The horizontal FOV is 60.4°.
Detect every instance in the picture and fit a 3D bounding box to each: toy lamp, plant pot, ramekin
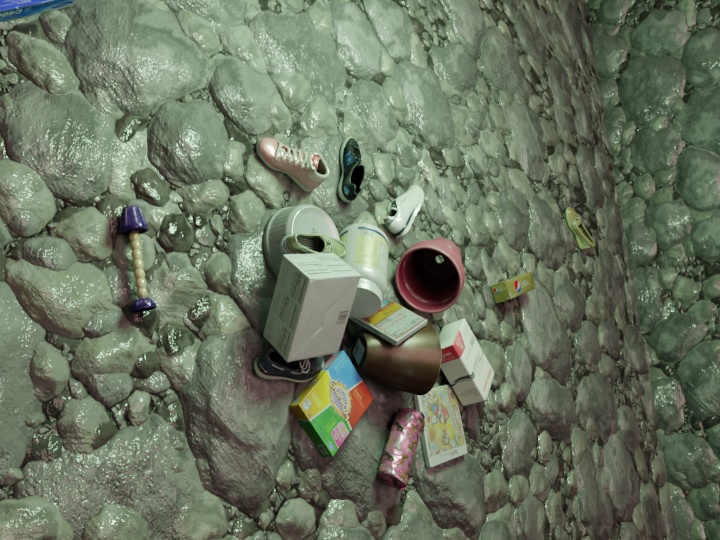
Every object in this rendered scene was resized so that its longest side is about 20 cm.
[{"bbox_3d":[-0.439,-0.024,1.221,0.057,0.057,0.208,-4,82,-45],"label":"toy lamp"},{"bbox_3d":[0.078,0.219,1.600,0.194,0.186,0.194,9,69,-26],"label":"plant pot"},{"bbox_3d":[0.217,-0.005,1.799,0.204,0.196,0.179,61,29,-9],"label":"plant pot"},{"bbox_3d":[-0.135,-0.066,1.517,0.199,0.093,0.210,18,64,-40],"label":"ramekin"}]

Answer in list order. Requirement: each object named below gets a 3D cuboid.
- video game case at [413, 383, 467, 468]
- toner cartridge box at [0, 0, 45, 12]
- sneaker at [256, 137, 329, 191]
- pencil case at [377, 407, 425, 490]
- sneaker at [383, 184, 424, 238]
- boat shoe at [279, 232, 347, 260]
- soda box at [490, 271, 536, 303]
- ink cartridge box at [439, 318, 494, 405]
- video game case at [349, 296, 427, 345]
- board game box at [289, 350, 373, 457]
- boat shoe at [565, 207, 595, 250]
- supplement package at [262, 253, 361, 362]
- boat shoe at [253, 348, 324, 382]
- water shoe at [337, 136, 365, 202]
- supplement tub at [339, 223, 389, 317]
[{"bbox_3d":[0.230,0.439,1.771,0.178,0.023,0.207,-1,77,-46],"label":"video game case"},{"bbox_3d":[-0.654,-0.542,1.184,0.199,0.042,0.097,-41,107,-44],"label":"toner cartridge box"},{"bbox_3d":[-0.161,-0.281,1.557,0.198,0.103,0.077,34,57,-32],"label":"sneaker"},{"bbox_3d":[0.107,0.458,1.599,0.084,0.084,0.203,73,33,-45],"label":"pencil case"},{"bbox_3d":[0.130,-0.194,1.850,0.080,0.076,0.203,38,50,-17],"label":"sneaker"},{"bbox_3d":[-0.096,-0.049,1.438,0.196,0.061,0.075,1,76,-45],"label":"boat shoe"},{"bbox_3d":[0.541,0.059,2.183,0.197,0.067,0.066,-16,86,-47],"label":"soda box"},{"bbox_3d":[0.309,0.274,1.846,0.203,0.083,0.145,59,34,-13],"label":"ink cartridge box"},{"bbox_3d":[0.057,0.117,1.598,0.141,0.197,0.018,-25,133,-45],"label":"video game case"},{"bbox_3d":[-0.065,0.319,1.496,0.155,0.040,0.200,58,45,-15],"label":"board game box"},{"bbox_3d":[0.954,-0.186,2.689,0.073,0.062,0.205,-35,102,-45],"label":"boat shoe"},{"bbox_3d":[-0.110,0.078,1.387,0.153,0.110,0.206,-4,120,-44],"label":"supplement package"},{"bbox_3d":[-0.152,0.208,1.424,0.196,0.062,0.077,13,49,-42],"label":"boat shoe"},{"bbox_3d":[-0.013,-0.287,1.726,0.070,0.078,0.207,21,62,-38],"label":"water shoe"},{"bbox_3d":[0.000,0.000,1.573,0.144,0.143,0.205,35,43,-31],"label":"supplement tub"}]
